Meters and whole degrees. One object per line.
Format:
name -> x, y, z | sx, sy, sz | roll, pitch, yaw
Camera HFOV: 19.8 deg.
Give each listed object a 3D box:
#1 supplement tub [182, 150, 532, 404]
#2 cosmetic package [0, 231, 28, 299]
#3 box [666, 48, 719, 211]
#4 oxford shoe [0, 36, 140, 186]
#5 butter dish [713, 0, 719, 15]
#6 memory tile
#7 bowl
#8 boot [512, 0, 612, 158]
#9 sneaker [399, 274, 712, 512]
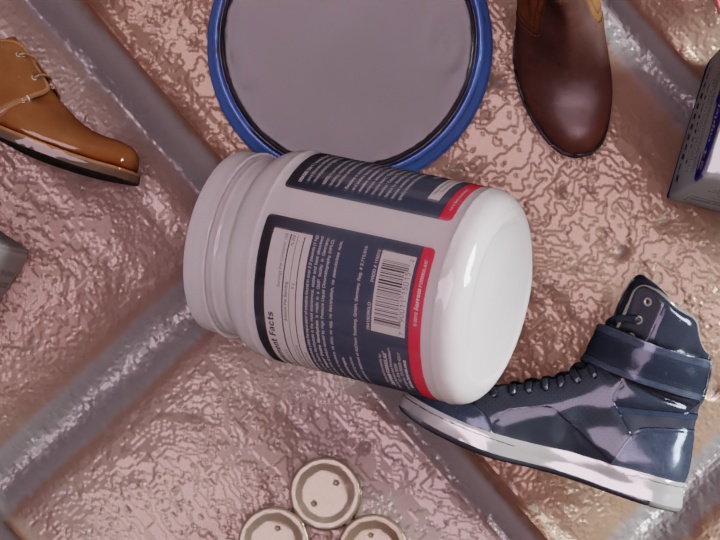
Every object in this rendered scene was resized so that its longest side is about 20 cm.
supplement tub -> 0.000, 0.000, 1.341 | 0.199, 0.140, 0.142 | 13, 90, 24
cosmetic package -> -0.354, 0.021, 1.364 | 0.167, 0.166, 0.201 | 35, 90, 3
box -> 0.307, -0.078, 1.323 | 0.183, 0.200, 0.106 | 15, 88, 2
oxford shoe -> -0.233, -0.118, 1.411 | 0.199, 0.071, 0.072 | 27, 85, 3
butter dish -> 0.327, -0.273, 1.352 | 0.198, 0.148, 0.202 | -5, 89, 1
memory tile -> -0.046, 0.243, 1.424 | 0.200, 0.017, 0.153 | -41, 88, 0
bowl -> -0.008, -0.156, 1.417 | 0.199, 0.039, 0.202 | 0, 89, 3
boot -> 0.136, -0.173, 1.331 | 0.068, 0.200, 0.190 | 0, 89, 2
sneaker -> 0.137, 0.065, 1.386 | 0.201, 0.077, 0.147 | 16, 93, 0
